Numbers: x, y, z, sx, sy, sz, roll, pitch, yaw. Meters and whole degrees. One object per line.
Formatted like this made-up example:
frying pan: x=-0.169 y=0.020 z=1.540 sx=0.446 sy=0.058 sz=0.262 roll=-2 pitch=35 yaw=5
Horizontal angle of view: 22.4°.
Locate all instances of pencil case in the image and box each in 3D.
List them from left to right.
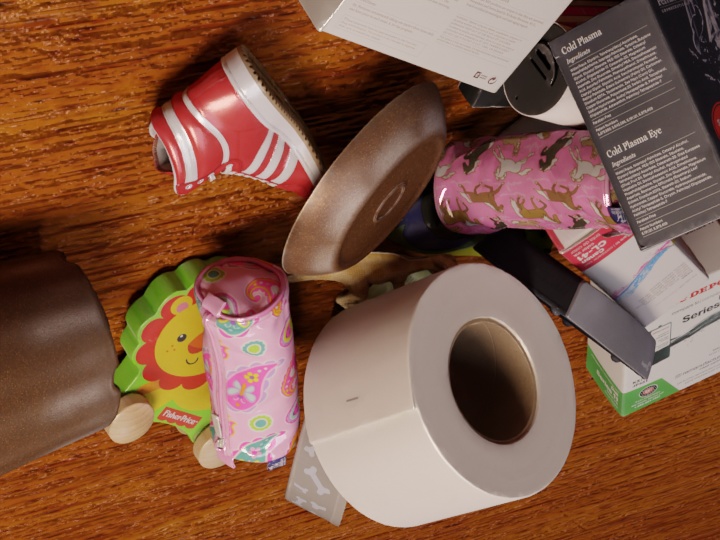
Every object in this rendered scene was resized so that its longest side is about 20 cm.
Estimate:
pencil case: x=-0.098 y=0.083 z=1.586 sx=0.087 sy=0.088 sz=0.201 roll=-17 pitch=136 yaw=-17
pencil case: x=0.154 y=-0.072 z=1.536 sx=0.199 sy=0.087 sz=0.082 roll=2 pitch=164 yaw=42

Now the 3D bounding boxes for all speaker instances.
speaker: x=0.213 y=-0.153 z=1.539 sx=0.199 sy=0.082 sz=0.081 roll=9 pitch=130 yaw=-43

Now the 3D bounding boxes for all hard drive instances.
hard drive: x=0.194 y=0.028 z=1.665 sx=0.042 sy=0.135 sz=0.200 roll=-53 pitch=145 yaw=2

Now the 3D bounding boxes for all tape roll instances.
tape roll: x=0.069 y=0.108 z=1.560 sx=0.201 sy=0.205 sz=0.139 roll=6 pitch=161 yaw=-41

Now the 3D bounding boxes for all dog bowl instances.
dog bowl: x=-0.023 y=0.135 z=1.700 sx=0.058 sy=0.201 sz=0.201 roll=14 pitch=136 yaw=0

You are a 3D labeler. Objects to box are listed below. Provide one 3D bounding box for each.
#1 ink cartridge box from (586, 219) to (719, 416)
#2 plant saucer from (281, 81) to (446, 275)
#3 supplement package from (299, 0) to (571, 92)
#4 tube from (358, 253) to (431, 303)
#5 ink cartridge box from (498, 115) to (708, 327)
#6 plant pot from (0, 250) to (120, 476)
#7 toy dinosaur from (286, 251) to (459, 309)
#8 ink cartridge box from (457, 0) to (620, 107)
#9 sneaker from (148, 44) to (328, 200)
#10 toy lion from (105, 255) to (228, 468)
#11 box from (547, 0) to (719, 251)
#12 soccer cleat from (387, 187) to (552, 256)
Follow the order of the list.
ink cartridge box: x=0.319 y=0.044 z=1.918 sx=0.145 sy=0.083 sz=0.201 roll=-23 pitch=144 yaw=-11
plant saucer: x=0.013 y=-0.066 z=1.519 sx=0.201 sy=0.037 sz=0.201 roll=-47 pitch=166 yaw=-16
supplement package: x=0.065 y=-0.265 z=1.290 sx=0.190 sy=0.148 sz=0.200 roll=13 pitch=127 yaw=-44
tube: x=0.080 y=0.035 z=1.769 sx=0.199 sy=0.052 sz=0.059 roll=21 pitch=80 yaw=-44
ink cartridge box: x=0.222 y=-0.053 z=1.669 sx=0.085 sy=0.148 sz=0.200 roll=-37 pitch=144 yaw=11
plant pot: x=-0.306 y=0.081 z=1.425 sx=0.197 sy=0.201 sz=0.201 roll=-19 pitch=145 yaw=-29
toy dinosaur: x=0.000 y=0.000 z=1.633 sx=0.198 sy=0.059 sz=0.101 roll=-5 pitch=164 yaw=2
ink cartridge box: x=0.186 y=-0.187 z=1.577 sx=0.198 sy=0.037 sz=0.095 roll=-6 pitch=138 yaw=-34
sneaker: x=-0.097 y=-0.092 z=1.456 sx=0.112 sy=0.072 sz=0.200 roll=-32 pitch=145 yaw=5
toy lion: x=-0.144 y=0.075 z=1.646 sx=0.192 sy=0.069 sz=0.199 roll=-49 pitch=142 yaw=13
box: x=0.274 y=-0.138 z=1.459 sx=0.104 sy=0.183 sz=0.199 roll=-26 pitch=178 yaw=42
soccer cleat: x=0.103 y=-0.041 z=1.691 sx=0.083 sy=0.065 sz=0.199 roll=-18 pitch=163 yaw=40
